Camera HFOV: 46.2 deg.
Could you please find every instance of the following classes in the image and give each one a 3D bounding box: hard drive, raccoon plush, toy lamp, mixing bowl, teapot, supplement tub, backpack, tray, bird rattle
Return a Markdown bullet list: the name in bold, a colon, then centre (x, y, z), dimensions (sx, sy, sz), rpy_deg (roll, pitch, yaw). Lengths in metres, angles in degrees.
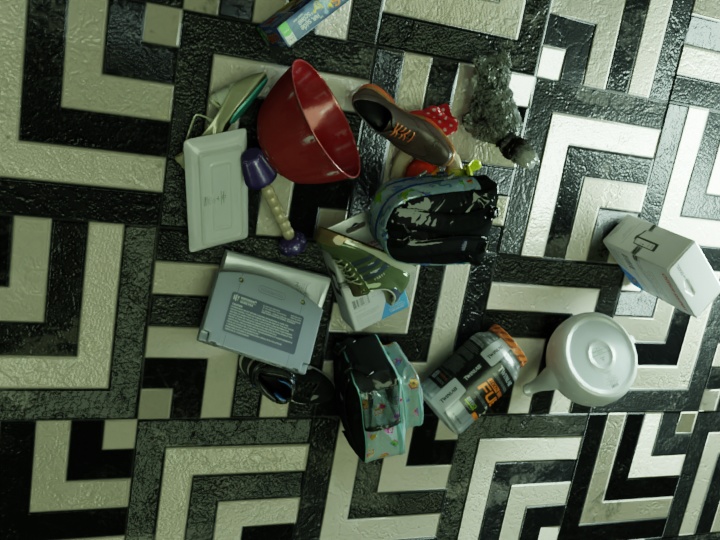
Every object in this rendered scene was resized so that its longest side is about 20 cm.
- **hard drive**: centre (-0.160, 0.051, 1.461), dimensions (0.196, 0.025, 0.135), rpy_deg (14, 101, -27)
- **raccoon plush**: centre (0.256, -0.285, 1.442), dimensions (0.096, 0.199, 0.136), rpy_deg (-25, 138, -32)
- **toy lamp**: centre (-0.142, -0.111, 1.369), dimensions (0.058, 0.058, 0.202), rpy_deg (-30, 134, -11)
- **mixing bowl**: centre (-0.094, -0.213, 1.326), dimensions (0.107, 0.202, 0.201), rpy_deg (-26, 120, 19)
- **teapot**: centre (0.457, 0.187, 1.717), dimensions (0.196, 0.146, 0.201), rpy_deg (23, 67, -5)
- **supplement tub**: centre (0.218, 0.206, 1.625), dimensions (0.199, 0.122, 0.123), rpy_deg (-42, 119, -5)
- **backpack**: centre (0.030, 0.237, 1.524), dimensions (0.150, 0.176, 0.204), rpy_deg (-6, 114, -17)
- **tray**: centre (-0.224, -0.121, 1.338), dimensions (0.105, 0.022, 0.203), rpy_deg (-16, 130, -27)
- **bird rattle**: centre (0.127, -0.182, 1.471), dimensions (0.162, 0.113, 0.201), rpy_deg (-35, 116, 10)
- **backpack**: centre (0.110, -0.084, 1.400), dimensions (0.197, 0.154, 0.166), rpy_deg (-16, 130, -31)

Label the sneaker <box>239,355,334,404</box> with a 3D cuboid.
- **sneaker**: centre (-0.118, 0.209, 1.484), dimensions (0.197, 0.112, 0.074), rpy_deg (25, 98, -28)

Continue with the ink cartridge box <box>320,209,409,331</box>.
- **ink cartridge box**: centre (0.002, -0.011, 1.487), dimensions (0.114, 0.067, 0.204), rpy_deg (-23, 115, -15)

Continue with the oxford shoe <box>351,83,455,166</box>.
- **oxford shoe**: centre (0.067, -0.229, 1.396), dimensions (0.198, 0.073, 0.072), rpy_deg (32, 118, 0)

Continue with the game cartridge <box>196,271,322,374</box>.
- **game cartridge**: centre (-0.163, 0.081, 1.406), dimensions (0.197, 0.041, 0.136), rpy_deg (22, 71, -24)

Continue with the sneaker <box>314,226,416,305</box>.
- **sneaker**: centre (0.000, 0.000, 1.412), dimensions (0.197, 0.067, 0.092), rpy_deg (20, 93, -30)

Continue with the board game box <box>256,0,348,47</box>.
- **board game box**: centre (-0.059, -0.415, 1.285), dimensions (0.199, 0.135, 0.035), rpy_deg (-39, 114, -6)

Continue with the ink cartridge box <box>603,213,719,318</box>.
- **ink cartridge box**: centre (0.598, -0.012, 1.674), dimensions (0.084, 0.200, 0.146), rpy_deg (-44, 119, -3)

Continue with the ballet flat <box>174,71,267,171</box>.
- **ballet flat**: centre (-0.223, -0.239, 1.318), dimensions (0.069, 0.069, 0.202), rpy_deg (33, 94, -29)
